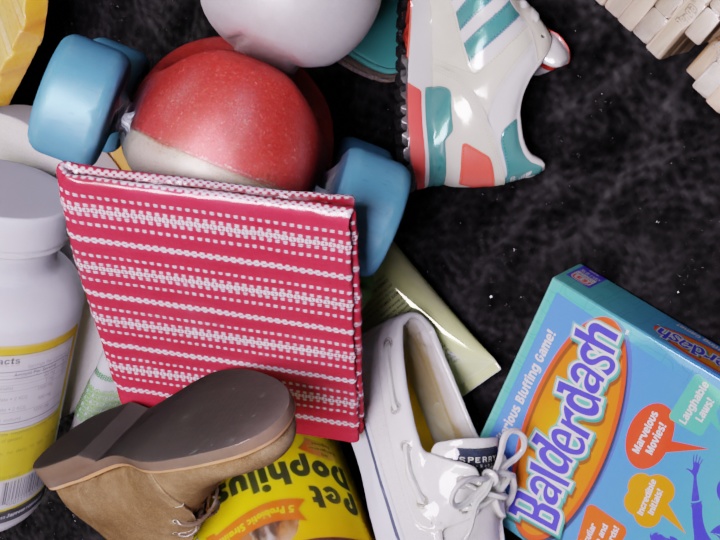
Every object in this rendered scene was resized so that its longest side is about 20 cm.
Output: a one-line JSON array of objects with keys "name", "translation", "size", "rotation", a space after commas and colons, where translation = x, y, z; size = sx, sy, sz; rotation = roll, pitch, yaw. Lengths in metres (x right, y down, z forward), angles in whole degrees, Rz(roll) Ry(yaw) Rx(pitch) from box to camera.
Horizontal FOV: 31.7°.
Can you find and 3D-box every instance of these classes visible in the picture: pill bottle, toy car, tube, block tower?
[{"name": "pill bottle", "translation": [-0.220, 0.043, 0.724], "size": [0.112, 0.112, 0.201], "rotation": [27, 115, 24]}, {"name": "toy car", "translation": [-0.045, -0.127, 0.662], "size": [0.183, 0.177, 0.201], "rotation": [21, 98, -7]}, {"name": "pill bottle", "translation": [-0.044, 0.166, 0.720], "size": [0.109, 0.109, 0.201], "rotation": [-53, 42, 29]}, {"name": "tube", "translation": [0.000, 0.000, 0.779], "size": [0.052, 0.058, 0.200], "rotation": [-37, 84, -10]}, {"name": "block tower", "translation": [0.181, -0.120, 0.630], "size": [0.200, 0.058, 0.054], "rotation": [46, 120, 13]}]

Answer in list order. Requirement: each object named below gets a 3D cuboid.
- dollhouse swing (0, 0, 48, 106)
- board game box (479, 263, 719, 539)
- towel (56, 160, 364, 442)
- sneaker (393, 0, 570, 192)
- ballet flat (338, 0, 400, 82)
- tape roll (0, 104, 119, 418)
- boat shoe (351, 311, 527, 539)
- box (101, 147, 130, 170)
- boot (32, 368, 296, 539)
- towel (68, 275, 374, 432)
[{"name": "dollhouse swing", "translation": [-0.320, -0.188, 0.848], "size": [0.200, 0.181, 0.176], "rotation": [-52, 33, 30]}, {"name": "board game box", "translation": [0.167, 0.112, 0.698], "size": [0.199, 0.045, 0.153], "rotation": [32, 116, 24]}, {"name": "towel", "translation": [-0.069, 0.022, 0.644], "size": [0.144, 0.023, 0.201], "rotation": [7, 142, 6]}, {"name": "sneaker", "translation": [0.067, -0.142, 0.697], "size": [0.093, 0.070, 0.201], "rotation": [2, 92, -2]}, {"name": "ballet flat", "translation": [-0.044, -0.187, 0.741], "size": [0.200, 0.068, 0.067], "rotation": [45, 168, -14]}, {"name": "tape roll", "translation": [-0.216, -0.003, 0.799], "size": [0.202, 0.037, 0.204], "rotation": [8, 106, 30]}, {"name": "boat shoe", "translation": [0.055, 0.114, 0.706], "size": [0.086, 0.074, 0.203], "rotation": [-37, 61, 36]}, {"name": "box", "translation": [-0.180, -0.024, 0.851], "size": [0.199, 0.097, 0.125], "rotation": [-17, 93, 34]}, {"name": "boot", "translation": [-0.091, 0.105, 0.664], "size": [0.199, 0.074, 0.076], "rotation": [-19, 107, 46]}, {"name": "towel", "translation": [-0.090, 0.068, 0.767], "size": [0.200, 0.148, 0.031], "rotation": [-58, 42, 44]}]
